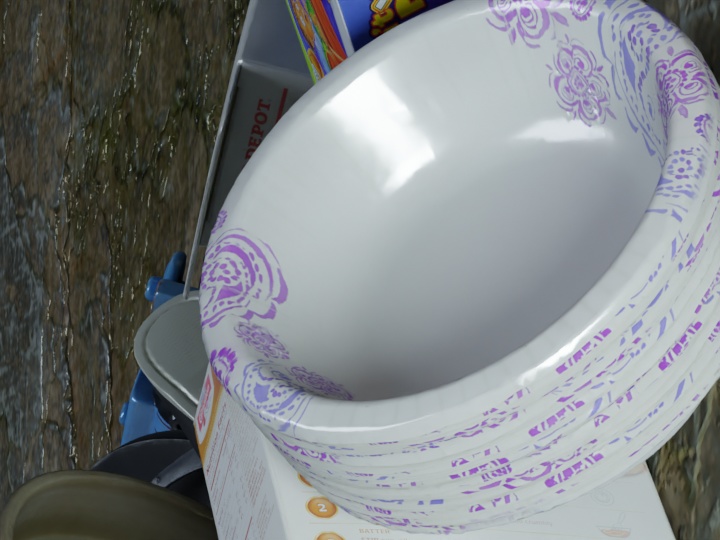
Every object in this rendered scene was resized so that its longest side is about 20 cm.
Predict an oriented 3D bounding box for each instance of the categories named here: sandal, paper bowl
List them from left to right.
[{"bbox_3d":[-0.070,0.112,1.440,0.200,0.043,0.076,-17,99,35],"label":"sandal"},{"bbox_3d":[0.051,0.004,1.049,0.104,0.200,0.201,53,-167,-40],"label":"paper bowl"}]

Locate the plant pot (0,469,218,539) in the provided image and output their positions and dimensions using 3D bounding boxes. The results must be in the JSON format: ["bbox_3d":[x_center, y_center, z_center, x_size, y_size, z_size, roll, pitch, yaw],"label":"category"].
[{"bbox_3d":[-0.108,0.213,1.274,0.174,0.200,0.200,-55,29,20],"label":"plant pot"}]

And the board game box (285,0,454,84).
[{"bbox_3d":[-0.008,-0.138,1.176,0.134,0.045,0.200,-127,17,-66],"label":"board game box"}]

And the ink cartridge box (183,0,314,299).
[{"bbox_3d":[-0.028,-0.081,1.394,0.200,0.068,0.115,-79,3,-48],"label":"ink cartridge box"}]

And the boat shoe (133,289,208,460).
[{"bbox_3d":[-0.038,0.083,1.352,0.200,0.074,0.060,42,168,46],"label":"boat shoe"}]

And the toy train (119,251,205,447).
[{"bbox_3d":[-0.088,0.079,1.593,0.200,0.087,0.114,106,179,-46],"label":"toy train"}]

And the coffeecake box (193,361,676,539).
[{"bbox_3d":[0.031,0.101,1.111,0.200,0.153,0.073,-106,27,-49],"label":"coffeecake box"}]
